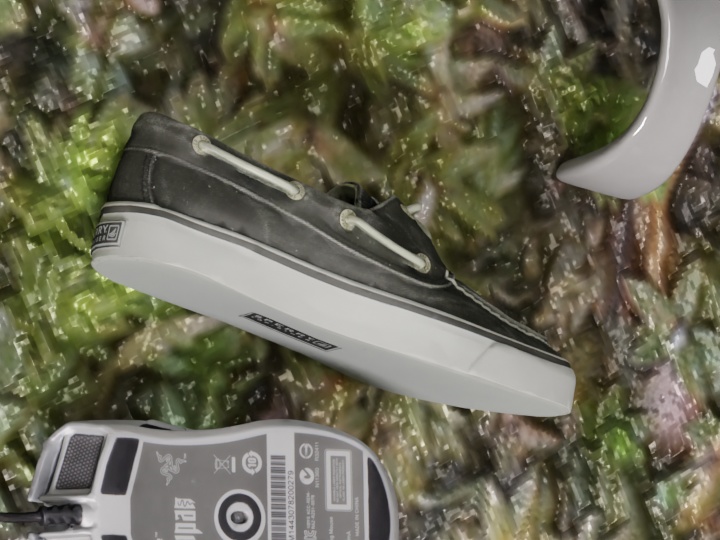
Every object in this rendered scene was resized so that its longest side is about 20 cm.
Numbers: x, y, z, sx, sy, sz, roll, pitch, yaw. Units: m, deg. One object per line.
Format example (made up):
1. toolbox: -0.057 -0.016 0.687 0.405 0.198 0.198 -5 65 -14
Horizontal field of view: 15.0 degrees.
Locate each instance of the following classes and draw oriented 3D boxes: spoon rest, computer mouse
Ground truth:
1. spoon rest: 0.121 -0.131 1.087 0.099 0.061 0.201 12 79 -32
2. computer mouse: -0.081 0.089 0.941 0.199 0.044 0.110 6 77 -28

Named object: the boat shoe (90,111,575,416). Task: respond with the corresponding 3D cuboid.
1. boat shoe: 0.000 0.000 0.986 0.200 0.071 0.064 23 74 -28
